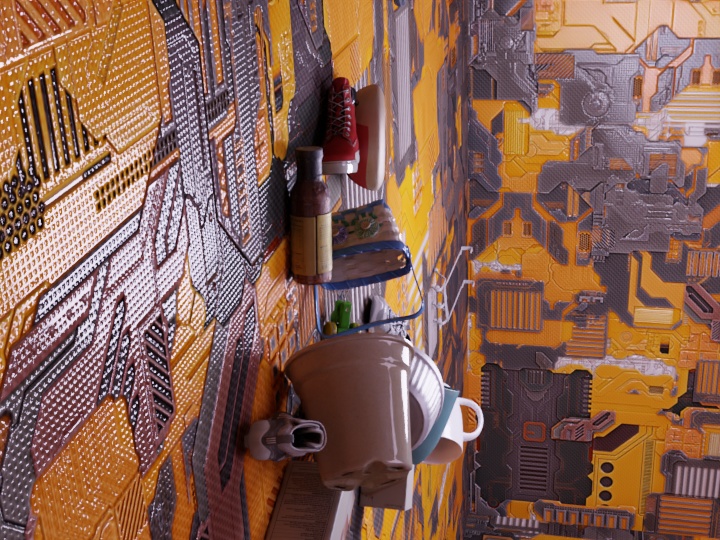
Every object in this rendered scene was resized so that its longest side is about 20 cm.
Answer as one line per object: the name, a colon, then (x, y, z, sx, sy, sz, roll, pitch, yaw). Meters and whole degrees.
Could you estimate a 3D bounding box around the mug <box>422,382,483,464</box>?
mug: (0.211, 0.378, 2.647, 0.148, 0.198, 0.177, 85, 7, -51)

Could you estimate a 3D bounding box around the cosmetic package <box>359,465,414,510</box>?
cosmetic package: (0.059, 0.391, 2.175, 0.073, 0.102, 0.202, 33, 59, -75)

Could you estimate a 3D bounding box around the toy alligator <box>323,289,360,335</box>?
toy alligator: (-0.036, 0.096, 1.799, 0.054, 0.059, 0.202, 0, -94, 63)

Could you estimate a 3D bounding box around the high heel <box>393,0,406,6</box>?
high heel: (0.099, -0.662, 2.174, 0.143, 0.071, 0.202, 21, 81, -83)

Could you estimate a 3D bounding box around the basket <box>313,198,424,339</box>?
basket: (0.000, 0.000, 1.675, 0.139, 0.175, 0.202, 60, 17, -70)

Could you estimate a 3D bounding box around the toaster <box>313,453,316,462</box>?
toaster: (-0.024, 0.258, 1.711, 0.200, 0.112, 0.131, -102, -171, -73)

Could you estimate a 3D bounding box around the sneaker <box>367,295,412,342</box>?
sneaker: (0.065, 0.107, 2.181, 0.200, 0.081, 0.075, 65, 31, -65)

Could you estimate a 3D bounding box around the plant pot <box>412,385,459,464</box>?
plant pot: (0.077, 0.285, 2.053, 0.201, 0.199, 0.163, 27, 80, -76)

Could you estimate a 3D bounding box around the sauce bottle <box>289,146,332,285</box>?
sauce bottle: (-0.073, -0.082, 1.552, 0.066, 0.065, 0.202, -47, 140, -71)

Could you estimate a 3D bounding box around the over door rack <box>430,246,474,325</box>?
over door rack: (0.261, 0.041, 3.057, 0.200, 0.066, 0.149, -50, 145, -36)

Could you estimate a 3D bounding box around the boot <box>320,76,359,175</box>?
boot: (-0.038, -0.232, 1.676, 0.200, 0.072, 0.146, -74, 163, -73)

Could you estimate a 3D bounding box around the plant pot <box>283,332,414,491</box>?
plant pot: (-0.003, 0.215, 1.528, 0.201, 0.198, 0.185, 66, 12, -64)

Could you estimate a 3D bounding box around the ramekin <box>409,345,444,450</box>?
ramekin: (0.044, 0.232, 1.838, 0.105, 0.198, 0.202, -62, 152, -65)

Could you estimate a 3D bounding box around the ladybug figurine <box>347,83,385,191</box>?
ladybug figurine: (0.007, -0.229, 1.833, 0.136, 0.071, 0.202, -92, -179, -57)

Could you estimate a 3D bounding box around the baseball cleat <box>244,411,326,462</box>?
baseball cleat: (-0.092, 0.234, 1.444, 0.200, 0.105, 0.071, 8, 81, -79)

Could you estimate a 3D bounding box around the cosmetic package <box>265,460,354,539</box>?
cosmetic package: (-0.078, 0.390, 1.557, 0.201, 0.102, 0.088, -72, 159, -46)
